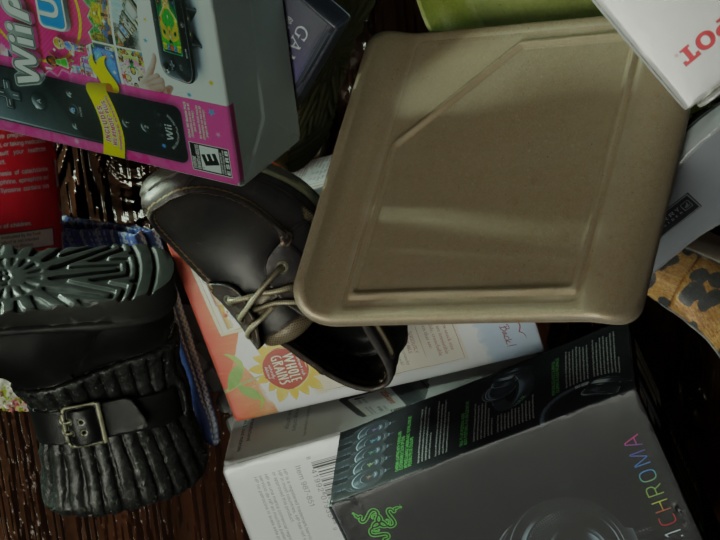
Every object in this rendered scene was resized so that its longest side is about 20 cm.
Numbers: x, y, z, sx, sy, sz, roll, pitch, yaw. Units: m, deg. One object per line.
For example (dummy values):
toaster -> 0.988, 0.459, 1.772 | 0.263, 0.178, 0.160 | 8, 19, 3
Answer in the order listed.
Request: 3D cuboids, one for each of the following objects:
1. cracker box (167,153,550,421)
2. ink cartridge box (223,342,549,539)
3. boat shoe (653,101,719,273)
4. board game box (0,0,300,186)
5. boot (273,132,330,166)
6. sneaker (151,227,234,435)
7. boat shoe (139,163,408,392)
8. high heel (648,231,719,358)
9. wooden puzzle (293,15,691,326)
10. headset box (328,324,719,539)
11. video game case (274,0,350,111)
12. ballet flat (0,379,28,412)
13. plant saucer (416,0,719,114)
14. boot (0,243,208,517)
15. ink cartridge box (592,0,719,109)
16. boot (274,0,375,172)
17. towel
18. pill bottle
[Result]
cracker box -> 0.000, 0.000, 1.584 | 0.199, 0.058, 0.135 | -13, 111, 17
ink cartridge box -> 0.036, 0.134, 1.622 | 0.199, 0.084, 0.146 | -16, 112, 11
boat shoe -> 0.174, -0.055, 1.435 | 0.199, 0.057, 0.069 | -34, 128, 12
board game box -> -0.137, -0.137, 1.417 | 0.199, 0.064, 0.148 | 15, 128, 31
boot -> -0.117, -0.107, 1.596 | 0.199, 0.107, 0.075 | 32, 129, 8
sneaker -> -0.047, 0.041, 1.683 | 0.115, 0.075, 0.201 | -27, 97, 22
boat shoe -> -0.039, 0.004, 1.477 | 0.074, 0.074, 0.200 | -34, 134, 28
high heel -> 0.181, 0.028, 1.511 | 0.142, 0.071, 0.201 | -12, 96, 30
wooden puzzle -> 0.076, -0.051, 1.435 | 0.199, 0.186, 0.037 | 1, 151, 30
headset box -> 0.095, 0.152, 1.529 | 0.199, 0.093, 0.175 | -21, 110, 12
video game case -> -0.109, -0.151, 1.443 | 0.200, 0.019, 0.143 | 40, 137, 6
ballet flat -> -0.266, 0.019, 1.800 | 0.075, 0.064, 0.201 | 8, 123, 31
plant saucer -> 0.121, -0.161, 1.460 | 0.199, 0.031, 0.201 | 16, 126, 23
boot -> -0.199, 0.069, 1.599 | 0.210, 0.080, 0.159 | 0, 124, 4
ink cartridge box -> 0.157, -0.204, 1.340 | 0.144, 0.084, 0.200 | -39, 95, 15
boot -> -0.095, -0.164, 1.477 | 0.199, 0.066, 0.176 | 32, 124, 16
towel -> -0.160, 0.036, 1.707 | 0.200, 0.024, 0.146 | 6, 117, 59
pill bottle -> -0.244, -0.080, 1.661 | 0.112, 0.112, 0.201 | -1, 96, 33
